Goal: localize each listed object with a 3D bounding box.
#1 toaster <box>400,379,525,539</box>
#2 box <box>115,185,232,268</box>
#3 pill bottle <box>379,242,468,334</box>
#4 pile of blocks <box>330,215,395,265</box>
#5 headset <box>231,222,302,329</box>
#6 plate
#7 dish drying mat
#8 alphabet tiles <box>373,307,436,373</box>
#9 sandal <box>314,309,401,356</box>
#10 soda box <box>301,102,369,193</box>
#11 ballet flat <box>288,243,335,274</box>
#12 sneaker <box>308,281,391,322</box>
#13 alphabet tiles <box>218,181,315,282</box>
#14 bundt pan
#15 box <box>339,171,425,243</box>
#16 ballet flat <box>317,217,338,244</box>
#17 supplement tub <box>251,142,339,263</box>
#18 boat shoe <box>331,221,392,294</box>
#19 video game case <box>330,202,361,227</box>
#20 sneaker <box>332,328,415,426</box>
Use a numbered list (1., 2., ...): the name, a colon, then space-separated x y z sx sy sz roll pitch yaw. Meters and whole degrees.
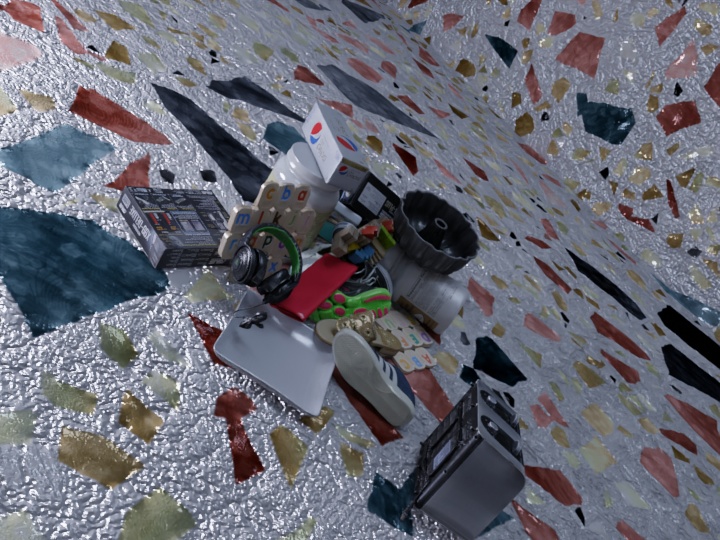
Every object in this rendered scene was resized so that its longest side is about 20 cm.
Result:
1. toaster: 0.170 0.307 1.203 0.118 0.201 0.181 36 19 -4
2. box: -0.314 -0.079 1.356 0.198 0.050 0.159 -4 49 -52
3. pill bottle: 0.121 0.032 1.604 0.198 0.115 0.115 37 27 1
4. pile of blocks: 0.023 -0.058 1.465 0.199 0.061 0.084 -23 86 -55
5. headset: -0.155 0.008 1.259 0.123 0.093 0.203 38 53 -26
6. plate: -0.137 0.139 1.251 0.197 0.033 0.201 34 27 -8
7. dish drying mat: -0.083 0.028 1.377 0.075 0.019 0.200 22 35 19
8. alphabet tiles: 0.066 0.124 1.532 0.198 0.015 0.197 -2 47 -52
9. sandal: 0.009 0.102 1.388 0.209 0.070 0.078 17 29 -42
10. soda box: -0.050 -0.239 1.458 0.067 0.064 0.202 17 34 -34
11. ballet flat: -0.081 -0.014 1.498 0.069 0.070 0.200 38 26 4
12. sneaker: -0.036 0.062 1.453 0.196 0.079 0.083 4 7 -30
13. alphabet tiles: -0.165 -0.069 1.357 0.015 0.199 0.198 38 25 32
14. bundt pan: 0.150 -0.072 1.578 0.198 0.076 0.205 22 38 -19
15. box: 0.026 -0.135 1.681 0.199 0.087 0.163 37 -9 -31
16. ballet flat: -0.099 -0.102 1.653 0.198 0.068 0.062 36 -1 -10
17. supplement tub: -0.129 -0.133 1.492 0.143 0.202 0.146 27 28 -16
18. boat shoe: 0.002 -0.001 1.516 0.202 0.072 0.069 62 26 -29
19. video game case: -0.094 -0.151 1.653 0.198 0.023 0.182 34 -7 -5
20. sneaker: 0.026 0.177 1.326 0.202 0.074 0.085 54 23 -9
